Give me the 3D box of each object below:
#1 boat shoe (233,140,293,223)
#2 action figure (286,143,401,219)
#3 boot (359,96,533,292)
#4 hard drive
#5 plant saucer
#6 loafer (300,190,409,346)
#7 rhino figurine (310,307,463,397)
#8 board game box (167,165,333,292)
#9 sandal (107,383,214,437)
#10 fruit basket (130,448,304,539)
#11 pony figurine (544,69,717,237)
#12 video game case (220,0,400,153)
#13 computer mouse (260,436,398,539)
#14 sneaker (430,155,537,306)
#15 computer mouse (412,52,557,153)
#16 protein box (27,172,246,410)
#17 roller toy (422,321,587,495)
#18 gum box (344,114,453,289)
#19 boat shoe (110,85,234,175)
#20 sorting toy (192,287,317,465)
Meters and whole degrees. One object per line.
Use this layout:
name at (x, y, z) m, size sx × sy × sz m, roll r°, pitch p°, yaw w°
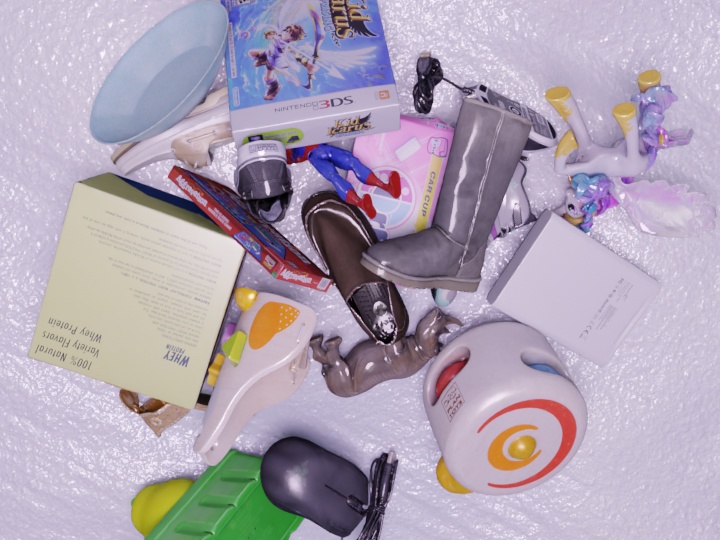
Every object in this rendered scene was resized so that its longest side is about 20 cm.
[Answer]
boat shoe at (-0.102, -0.086, 0.820) m, size 0.068 × 0.200 × 0.068 m, roll -9°, pitch 85°, yaw -11°
action figure at (-0.043, -0.145, 0.825) m, size 0.065 × 0.199 × 0.100 m, roll -37°, pitch 135°, yaw -20°
boot at (0.096, -0.084, 0.802) m, size 0.179 × 0.072 × 0.204 m, roll 2°, pitch 114°, yaw -40°
hard drive at (0.269, 0.027, 0.926) m, size 0.197 × 0.026 × 0.133 m, roll 28°, pitch 104°, yaw -22°
plant saucer at (-0.213, -0.208, 0.816) m, size 0.200 × 0.202 × 0.039 m, roll -40°, pitch 133°, yaw 6°
loafer at (0.000, 0.000, 0.844) m, size 0.072 × 0.071 × 0.202 m, roll -32°, pitch 102°, yaw 6°
rhino figurine at (0.037, 0.100, 0.941) m, size 0.196 × 0.060 × 0.089 m, roll -19°, pitch 103°, yaw -1°
board game box at (-0.123, -0.047, 0.829) m, size 0.199 × 0.102 × 0.020 m, roll 40°, pitch 99°, yaw 28°
sandal at (-0.236, 0.178, 0.933) m, size 0.206 × 0.078 × 0.071 m, roll 12°, pitch 95°, yaw -11°
fruit basket at (-0.198, 0.330, 0.929) m, size 0.213 × 0.216 × 0.157 m, roll -32°, pitch 101°, yaw 4°
pony figurine at (0.305, -0.127, 0.858) m, size 0.188 × 0.169 × 0.202 m, roll -8°, pitch 141°, yaw 12°
video game case at (-0.058, -0.232, 0.816) m, size 0.176 × 0.046 × 0.204 m, roll -9°, pitch 62°, yaw -2°
computer mouse at (-0.032, 0.270, 0.923) m, size 0.198 × 0.052 × 0.141 m, roll 30°, pitch 67°, yaw -27°
sneaker at (0.162, -0.047, 0.909) m, size 0.136 × 0.078 × 0.205 m, roll 7°, pitch 106°, yaw -8°
computer mouse at (0.145, -0.184, 0.878) m, size 0.196 × 0.111 × 0.044 m, roll 24°, pitch 126°, yaw -15°
protein box at (-0.248, 0.019, 0.870) m, size 0.194 × 0.135 × 0.204 m, roll 19°, pitch 100°, yaw -7°
roller toy at (0.172, 0.172, 0.897) m, size 0.195 × 0.141 × 0.185 m, roll -17°, pitch 124°, yaw -2°
gum box at (0.034, -0.093, 0.897) m, size 0.111 × 0.066 × 0.205 m, roll 12°, pitch 101°, yaw -4°
boat shoe at (-0.195, -0.153, 0.869) m, size 0.197 × 0.075 × 0.070 m, roll -26°, pitch 101°, yaw 4°
sorting toy at (-0.134, 0.132, 0.846) m, size 0.105 × 0.201 × 0.183 m, roll 25°, pitch 68°, yaw 4°
